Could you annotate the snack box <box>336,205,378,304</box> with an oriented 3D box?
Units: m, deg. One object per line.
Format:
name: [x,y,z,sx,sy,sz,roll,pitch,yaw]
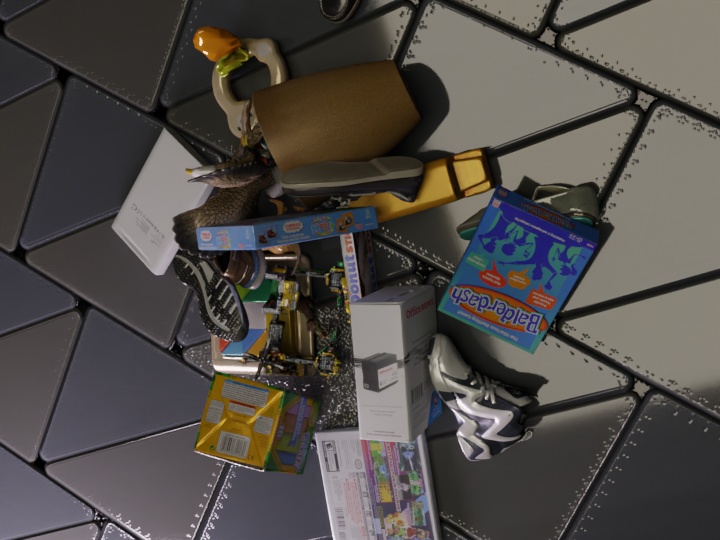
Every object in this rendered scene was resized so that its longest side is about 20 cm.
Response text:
snack box: [0.000,0.000,1.420,0.024,0.072,0.200,-5,97,22]

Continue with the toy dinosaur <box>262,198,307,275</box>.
toy dinosaur: [-0.115,-0.049,1.447,0.200,0.060,0.106,13,86,57]

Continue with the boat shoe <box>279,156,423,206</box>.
boat shoe: [-0.010,-0.109,1.278,0.200,0.073,0.063,-8,121,-17]

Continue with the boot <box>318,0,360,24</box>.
boot: [-0.039,-0.447,1.313,0.073,0.151,0.200,23,107,17]

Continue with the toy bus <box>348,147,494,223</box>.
toy bus: [0.085,-0.118,1.360,0.200,0.078,0.065,-14,94,24]

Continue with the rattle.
rattle: [-0.176,-0.250,1.415,0.130,0.143,0.200,2,94,3]

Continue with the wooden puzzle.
wooden puzzle: [-0.162,0.073,1.518,0.185,0.037,0.200,0,99,22]

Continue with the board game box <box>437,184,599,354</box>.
board game box: [0.213,0.002,1.306,0.152,0.045,0.200,24,124,3]

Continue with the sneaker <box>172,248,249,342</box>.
sneaker: [-0.210,0.033,1.448,0.074,0.080,0.200,-48,51,17]

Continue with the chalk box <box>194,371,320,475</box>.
chalk box: [-0.146,0.239,1.466,0.124,0.200,0.124,11,80,19]

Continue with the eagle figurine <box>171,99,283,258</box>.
eagle figurine: [-0.186,-0.124,1.374,0.151,0.200,0.152,-18,124,20]

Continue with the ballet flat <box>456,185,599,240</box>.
ballet flat: [0.231,-0.083,1.325,0.200,0.067,0.064,-6,70,22]

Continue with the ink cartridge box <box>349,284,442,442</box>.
ink cartridge box: [0.054,0.130,1.381,0.084,0.145,0.200,0,99,24]

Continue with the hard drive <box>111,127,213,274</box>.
hard drive: [-0.318,-0.111,1.541,0.132,0.026,0.200,44,112,24]

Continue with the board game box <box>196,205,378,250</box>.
board game box: [-0.101,-0.058,1.306,0.151,0.200,0.037,1,101,52]

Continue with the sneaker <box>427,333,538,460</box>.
sneaker: [0.185,0.170,1.372,0.129,0.079,0.199,-20,92,23]

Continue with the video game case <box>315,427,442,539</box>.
video game case: [0.028,0.343,1.498,0.182,0.023,0.200,-7,96,23]

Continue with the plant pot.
plant pot: [-0.022,-0.213,1.347,0.200,0.186,0.187,-26,89,11]

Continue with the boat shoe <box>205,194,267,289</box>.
boat shoe: [-0.205,-0.056,1.451,0.072,0.072,0.200,-53,45,20]

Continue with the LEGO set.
LEGO set: [-0.086,0.077,1.420,0.154,0.116,0.200,15,98,0]
